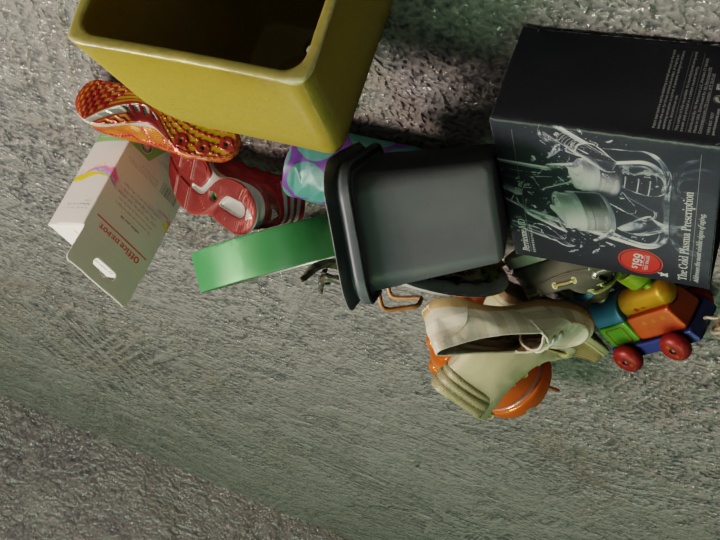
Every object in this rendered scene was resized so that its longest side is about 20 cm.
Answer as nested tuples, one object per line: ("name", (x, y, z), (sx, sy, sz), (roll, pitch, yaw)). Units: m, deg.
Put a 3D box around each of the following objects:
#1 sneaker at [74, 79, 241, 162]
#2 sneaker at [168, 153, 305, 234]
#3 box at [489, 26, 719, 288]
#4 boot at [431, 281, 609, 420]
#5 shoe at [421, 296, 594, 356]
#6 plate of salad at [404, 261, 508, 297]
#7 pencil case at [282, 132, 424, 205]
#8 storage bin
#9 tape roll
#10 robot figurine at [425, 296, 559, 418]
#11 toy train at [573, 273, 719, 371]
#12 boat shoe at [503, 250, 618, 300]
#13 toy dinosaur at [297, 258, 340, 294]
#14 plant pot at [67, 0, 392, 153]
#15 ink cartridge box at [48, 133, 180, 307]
("sneaker", (-0.222, -0.170, 1.085), (0.198, 0.074, 0.077), (20, 178, 12))
("sneaker", (-0.138, -0.096, 1.125), (0.115, 0.079, 0.200), (-3, -149, -41))
("box", (0.219, -0.092, 0.817), (0.180, 0.105, 0.201), (12, 152, 24))
("boot", (0.189, 0.107, 1.130), (0.199, 0.156, 0.073), (22, -162, -38))
("shoe", (0.159, 0.067, 1.010), (0.197, 0.054, 0.070), (4, 143, -18))
("plate of salad", (0.067, -0.026, 1.026), (0.198, 0.200, 0.049), (20, 112, 6))
("pencil case", (0.021, -0.096, 0.989), (0.198, 0.092, 0.086), (15, 109, 17))
("storage bin", (0.059, -0.044, 0.837), (0.133, 0.200, 0.148), (-8, 101, 13))
("tape roll", (-0.096, -0.022, 1.121), (0.198, 0.049, 0.200), (-14, 180, 0))
("robot figurine", (0.169, 0.113, 1.228), (0.200, 0.144, 0.117), (40, -175, -30))
("toy train", (0.317, 0.027, 1.002), (0.116, 0.085, 0.200), (44, 150, -11))
("boat shoe", (0.231, -0.009, 0.984), (0.201, 0.072, 0.061), (-13, 106, 58))
("toy dinosaur", (0.000, 0.000, 1.062), (0.198, 0.048, 0.088), (-2, 179, -33))
("plant pot", (-0.074, -0.200, 0.768), (0.192, 0.198, 0.200), (14, 165, 17))
("ink cartridge box", (-0.292, -0.070, 1.154), (0.067, 0.202, 0.117), (3, 148, 34))
